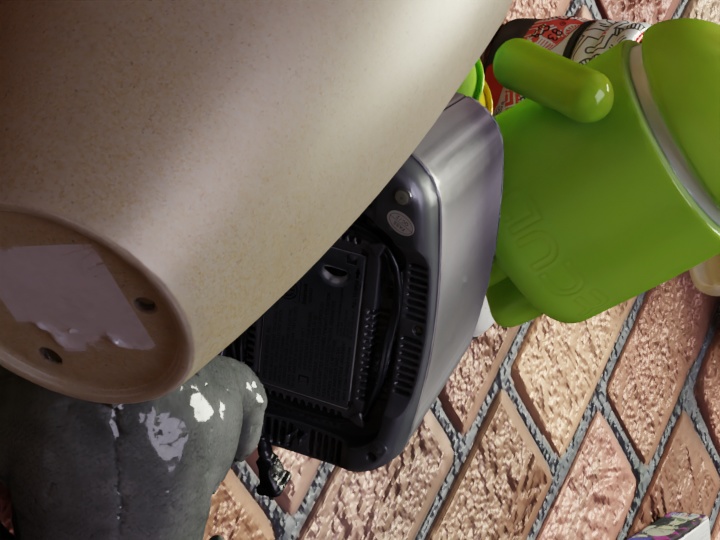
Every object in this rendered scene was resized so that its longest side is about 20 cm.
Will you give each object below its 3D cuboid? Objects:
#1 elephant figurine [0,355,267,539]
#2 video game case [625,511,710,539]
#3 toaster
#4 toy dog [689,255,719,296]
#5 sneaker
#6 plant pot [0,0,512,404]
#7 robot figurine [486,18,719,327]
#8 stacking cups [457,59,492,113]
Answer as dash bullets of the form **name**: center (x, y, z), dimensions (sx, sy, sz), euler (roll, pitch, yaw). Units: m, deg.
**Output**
- **elephant figurine**: center (-0.101, 0.132, 0.759), dimensions (0.155, 0.141, 0.201), euler (17, 74, -61)
- **video game case**: center (0.182, 0.281, 1.252), dimensions (0.181, 0.036, 0.201), euler (-19, 107, -52)
- **toaster**: center (0.000, 0.000, 0.894), dimensions (0.129, 0.113, 0.201), euler (-44, 145, -56)
- **toy dog**: center (0.321, -0.009, 1.361), dimensions (0.200, 0.139, 0.194), euler (47, 20, -43)
- **sneaker**: center (0.110, -0.054, 1.066), dimensions (0.067, 0.108, 0.202), euler (39, 62, -48)
- **plant pot**: center (-0.063, -0.062, 0.637), dimensions (0.188, 0.187, 0.200), euler (60, 39, -37)
- **robot figurine**: center (0.133, -0.049, 0.959), dimensions (0.175, 0.200, 0.116), euler (35, 35, -42)
- **stacking cups**: center (0.024, -0.111, 0.922), dimensions (0.200, 0.060, 0.061), euler (55, 46, -72)
